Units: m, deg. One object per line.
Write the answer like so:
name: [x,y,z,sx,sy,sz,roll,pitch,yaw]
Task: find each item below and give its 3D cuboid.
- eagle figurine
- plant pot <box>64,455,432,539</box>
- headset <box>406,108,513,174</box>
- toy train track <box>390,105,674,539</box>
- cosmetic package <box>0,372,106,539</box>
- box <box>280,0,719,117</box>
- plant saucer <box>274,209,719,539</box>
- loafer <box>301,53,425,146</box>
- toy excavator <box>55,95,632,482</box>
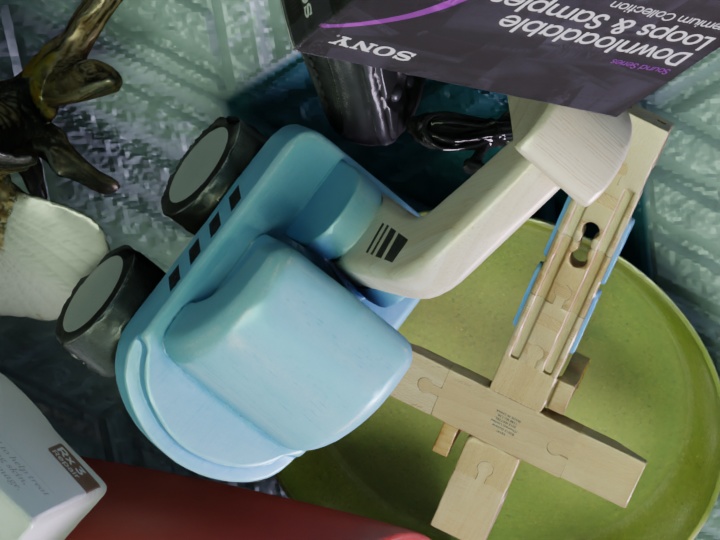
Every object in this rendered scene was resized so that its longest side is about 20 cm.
eagle figurine: [-0.189,-0.058,1.120,0.150,0.200,0.153,19,106,30]
plant pot: [-0.084,0.171,1.226,0.177,0.200,0.201,21,127,25]
headset: [0.071,-0.113,1.055,0.093,0.124,0.200,-4,141,-10]
toy train track: [0.076,0.020,1.160,0.114,0.033,0.201,26,119,6]
cosmetic package: [-0.203,0.125,1.154,0.102,0.074,0.200,43,111,9]
box: [0.088,-0.113,0.888,0.142,0.036,0.200,8,151,-37]
plant saucer: [0.055,0.054,1.221,0.199,0.031,0.201,7,123,11]
loafer: [-0.021,-0.141,1.098,0.070,0.068,0.201,-1,117,25]
toy excavator: [0.000,0.000,1.074,0.100,0.200,0.195,39,87,-23]
